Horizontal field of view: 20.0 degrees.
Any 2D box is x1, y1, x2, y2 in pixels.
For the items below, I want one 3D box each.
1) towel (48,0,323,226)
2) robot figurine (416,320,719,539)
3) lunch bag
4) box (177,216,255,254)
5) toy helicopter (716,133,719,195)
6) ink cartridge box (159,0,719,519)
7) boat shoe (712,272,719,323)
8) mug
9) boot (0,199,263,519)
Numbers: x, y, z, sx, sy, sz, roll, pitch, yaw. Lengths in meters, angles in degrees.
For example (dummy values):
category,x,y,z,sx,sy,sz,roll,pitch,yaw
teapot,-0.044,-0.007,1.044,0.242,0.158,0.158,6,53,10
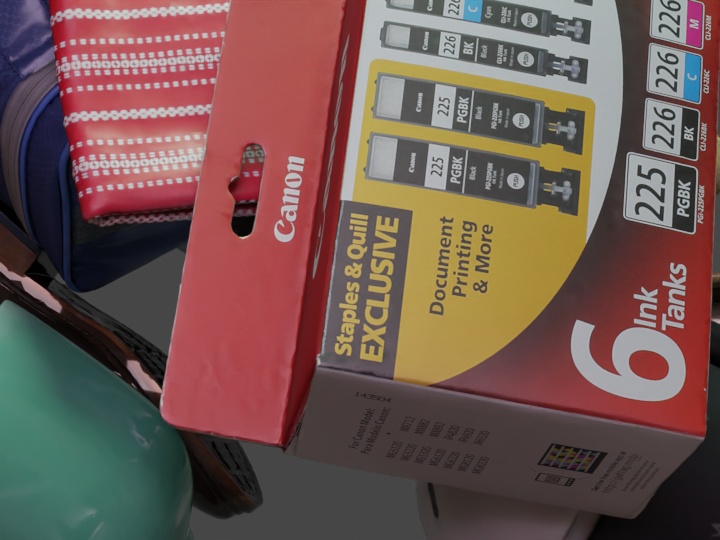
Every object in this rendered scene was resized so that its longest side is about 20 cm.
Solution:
category,x,y,z,sx,sy,sz,roll,pitch,yaw
towel,-0.051,-0.115,0.797,0.143,0.023,0.202,-5,67,-15
robot figurine,0.117,0.096,0.801,0.199,0.125,0.151,25,20,-12
lunch bag,-0.074,-0.090,0.874,0.199,0.136,0.133,-30,67,-23
box,-0.039,-0.095,0.988,0.158,0.049,0.200,30,63,19
toy helicopter,0.114,-0.085,0.888,0.132,0.200,0.079,40,65,5
ink cartridge box,0.031,-0.032,0.718,0.174,0.084,0.202,10,63,-6
boat shoe,0.125,0.032,0.892,0.198,0.065,0.073,-6,57,-3
mug,-0.141,0.113,0.800,0.114,0.185,0.153,35,53,-7
boot,-0.136,0.058,0.896,0.097,0.075,0.200,-46,76,3
